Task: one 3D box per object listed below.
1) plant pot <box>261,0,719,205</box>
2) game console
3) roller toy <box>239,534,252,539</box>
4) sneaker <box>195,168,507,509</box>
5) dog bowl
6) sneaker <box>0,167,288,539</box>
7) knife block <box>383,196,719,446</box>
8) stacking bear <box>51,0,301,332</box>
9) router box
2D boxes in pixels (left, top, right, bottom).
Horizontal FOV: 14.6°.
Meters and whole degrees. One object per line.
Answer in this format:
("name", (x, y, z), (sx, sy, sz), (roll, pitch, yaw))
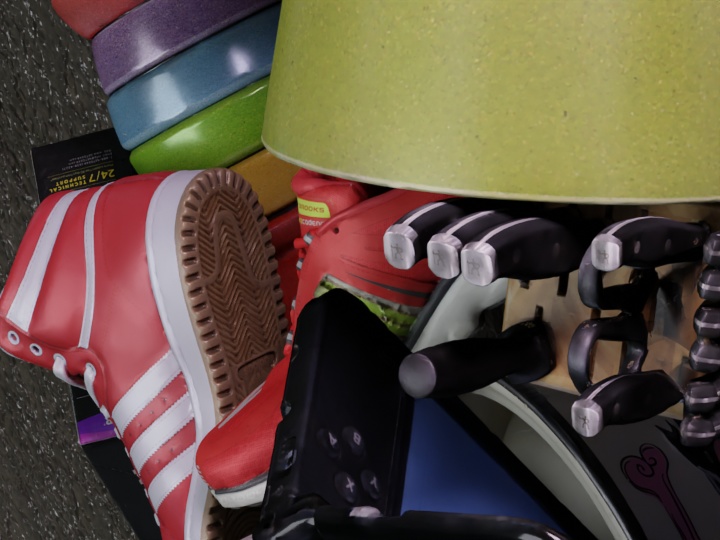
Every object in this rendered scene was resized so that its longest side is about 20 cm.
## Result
("plant pot", (0.066, -0.135, 0.830), (0.187, 0.187, 0.201), (20, 111, 56))
("game console", (0.075, 0.099, 0.828), (0.116, 0.176, 0.200), (-29, 119, 27))
("roller toy", (-0.006, 0.193, 1.046), (0.140, 0.200, 0.183), (48, 163, 32))
("sneaker", (0.000, 0.000, 1.039), (0.085, 0.200, 0.077), (40, -171, -14))
("dog bowl", (0.090, 0.110, 1.081), (0.200, 0.074, 0.200), (43, 147, 38))
("sneaker", (-0.083, 0.059, 1.121), (0.112, 0.071, 0.201), (0, 101, 39))
("knife block", (0.077, 0.002, 0.837), (0.200, 0.175, 0.064), (-137, 54, -74))
("stacking bear", (-0.032, -0.049, 1.149), (0.200, 0.114, 0.121), (62, 155, -2))
("router box", (-0.093, 0.048, 1.276), (0.200, 0.051, 0.150), (70, -174, -61))
